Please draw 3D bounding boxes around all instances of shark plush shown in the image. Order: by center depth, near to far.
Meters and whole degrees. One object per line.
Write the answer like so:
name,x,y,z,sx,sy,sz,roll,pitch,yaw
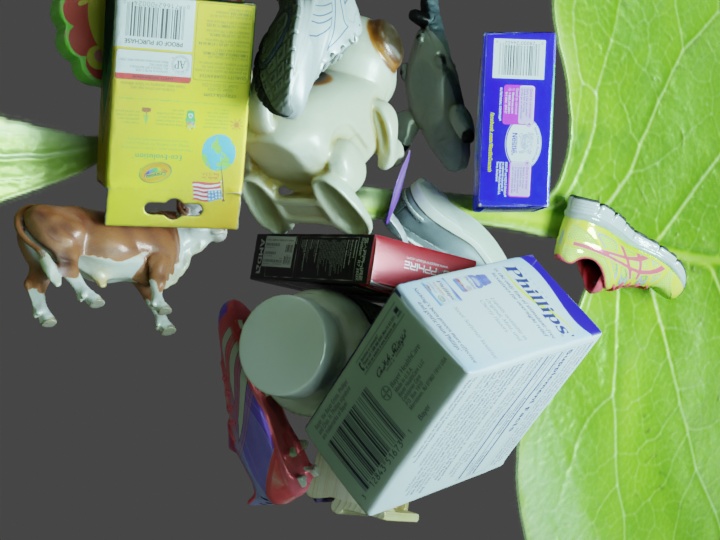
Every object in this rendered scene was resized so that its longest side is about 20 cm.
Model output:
shark plush,0.074,-0.203,1.538,0.083,0.090,0.202,-11,83,-59

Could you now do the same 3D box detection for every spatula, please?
spatula,0.042,-0.026,1.484,0.057,0.020,0.201,-66,156,-50

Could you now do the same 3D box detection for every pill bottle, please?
pill bottle,-0.027,0.081,1.372,0.200,0.119,0.121,21,79,-62

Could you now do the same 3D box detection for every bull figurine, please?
bull figurine,-0.210,-0.011,1.303,0.198,0.065,0.122,3,58,-30

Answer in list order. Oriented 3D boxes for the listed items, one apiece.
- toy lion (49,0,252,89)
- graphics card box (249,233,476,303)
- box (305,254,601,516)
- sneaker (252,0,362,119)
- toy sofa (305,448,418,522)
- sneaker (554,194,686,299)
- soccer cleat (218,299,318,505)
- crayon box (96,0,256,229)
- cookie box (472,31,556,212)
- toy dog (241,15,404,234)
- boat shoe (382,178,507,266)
toy lion,-0.180,-0.248,1.330,0.191,0.068,0.202,21,80,-28
graphics card box,0.000,0.000,1.387,0.125,0.199,0.051,13,83,-35
box,0.082,0.097,1.289,0.199,0.105,0.184,-11,142,-47
sneaker,-0.038,-0.213,1.299,0.087,0.074,0.201,28,54,-24
toy sofa,0.020,0.152,1.496,0.083,0.097,0.202,20,80,-61
sneaker,0.294,-0.007,1.694,0.199,0.078,0.091,31,83,-28
soccer cleat,-0.106,0.129,1.405,0.202,0.076,0.067,69,22,-2
crayon box,-0.164,-0.140,1.288,0.126,0.051,0.202,2,100,-21
cookie box,0.155,-0.146,1.498,0.074,0.200,0.173,2,91,3
toy dog,-0.036,-0.156,1.400,0.194,0.139,0.201,51,52,-32
boat shoe,0.099,-0.023,1.561,0.062,0.073,0.200,-36,131,18
